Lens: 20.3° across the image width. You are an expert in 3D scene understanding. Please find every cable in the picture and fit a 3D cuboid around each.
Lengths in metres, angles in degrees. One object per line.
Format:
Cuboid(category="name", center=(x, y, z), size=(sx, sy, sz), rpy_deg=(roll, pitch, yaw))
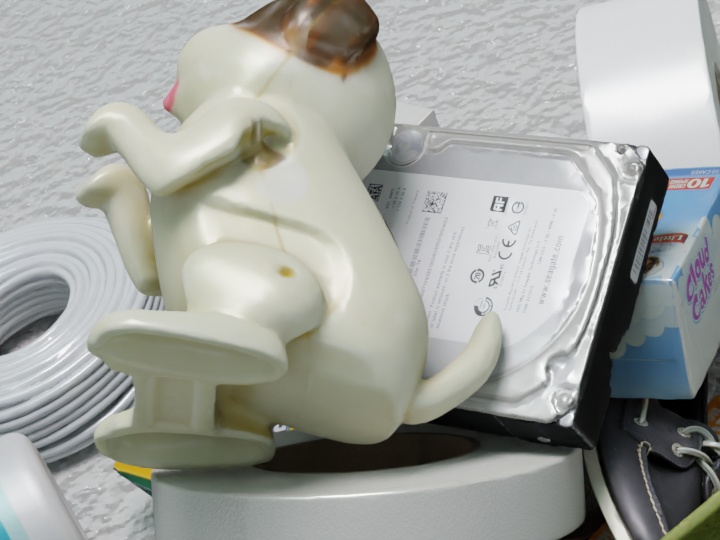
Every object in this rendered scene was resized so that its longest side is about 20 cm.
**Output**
Cuboid(category="cable", center=(-0.216, 0.043, 1.314), size=(0.199, 0.069, 0.200), rpy_deg=(10, 49, 35))

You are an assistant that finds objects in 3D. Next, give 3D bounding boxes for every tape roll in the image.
Cuboid(category="tape roll", center=(0.003, 0.101, 0.927), size=(0.202, 0.037, 0.203), rpy_deg=(-4, 5, 0))
Cuboid(category="tape roll", center=(0.177, -0.057, 1.131), size=(0.071, 0.203, 0.203), rpy_deg=(-12, 39, 14))

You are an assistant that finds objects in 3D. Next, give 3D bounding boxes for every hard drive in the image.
Cuboid(category="hard drive", center=(0.032, 0.000, 0.944), size=(0.199, 0.038, 0.140), rpy_deg=(8, 70, 31))

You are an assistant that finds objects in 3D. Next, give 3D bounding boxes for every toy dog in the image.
Cuboid(category="toy dog", center=(-0.035, -0.031, 0.889), size=(0.193, 0.140, 0.201), rpy_deg=(-1, 62, 4))

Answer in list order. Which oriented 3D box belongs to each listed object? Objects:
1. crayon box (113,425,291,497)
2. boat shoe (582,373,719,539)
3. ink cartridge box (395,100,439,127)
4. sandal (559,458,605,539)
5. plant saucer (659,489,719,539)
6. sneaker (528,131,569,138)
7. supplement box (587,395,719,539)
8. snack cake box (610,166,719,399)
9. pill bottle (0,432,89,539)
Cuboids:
Cuboid(category="crayon box", center=(-0.039, 0.090, 1.126), size=(0.200, 0.058, 0.119), rpy_deg=(8, 63, 49))
Cuboid(category="boat shoe", center=(0.145, 0.082, 0.965), size=(0.063, 0.073, 0.200), rpy_deg=(-23, 27, 14))
Cuboid(category="ink cartridge box", center=(-0.001, -0.051, 1.280), size=(0.200, 0.117, 0.068), rpy_deg=(20, 54, 40))
Cuboid(category="sandal", center=(0.056, 0.105, 1.116), size=(0.199, 0.055, 0.082), rpy_deg=(11, 49, 35))
Cuboid(category="plant saucer", center=(0.176, 0.205, 0.847), size=(0.200, 0.048, 0.200), rpy_deg=(-42, 73, 14))
Cuboid(category="sneaker", center=(0.123, -0.052, 1.222), size=(0.072, 0.115, 0.201), rpy_deg=(-23, 37, 3))
Cuboid(category="supplement box", center=(0.219, 0.153, 0.962), size=(0.200, 0.074, 0.126), rpy_deg=(22, 56, 42))
Cuboid(category="snack cake box", center=(0.083, 0.006, 1.009), size=(0.199, 0.067, 0.115), rpy_deg=(-1, 28, 27))
Cuboid(category="pill bottle", center=(-0.251, 0.184, 1.132), size=(0.200, 0.111, 0.111), rpy_deg=(-30, 38, -8))
